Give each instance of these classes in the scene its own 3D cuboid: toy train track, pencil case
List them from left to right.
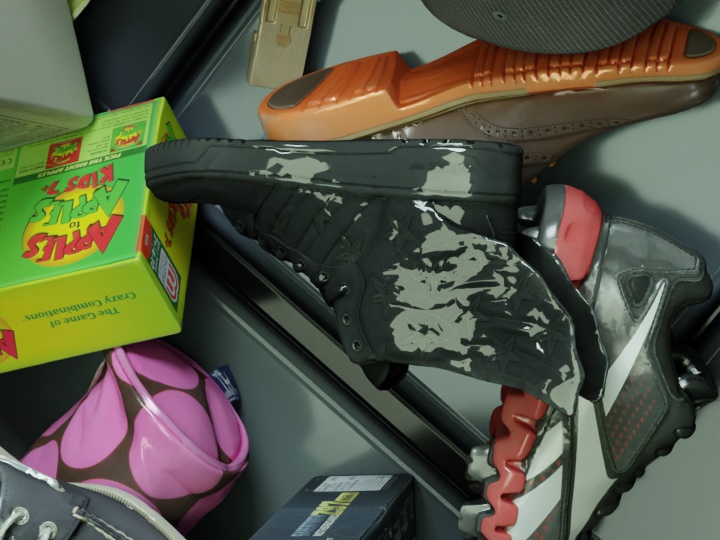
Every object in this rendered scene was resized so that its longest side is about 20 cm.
[{"bbox_3d":[-0.138,0.114,1.048,0.200,0.091,0.094,-45,67,16],"label":"pencil case"},{"bbox_3d":[-0.021,-0.178,1.018,0.114,0.033,0.202,8,105,-11],"label":"toy train track"}]

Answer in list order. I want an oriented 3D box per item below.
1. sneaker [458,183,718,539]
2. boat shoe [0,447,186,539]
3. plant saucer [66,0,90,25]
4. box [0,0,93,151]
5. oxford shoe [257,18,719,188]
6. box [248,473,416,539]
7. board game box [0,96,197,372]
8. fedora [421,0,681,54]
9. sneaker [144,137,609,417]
[{"bbox_3d":[0.095,0.068,0.988,0.097,0.071,0.202,12,107,0],"label":"sneaker"},{"bbox_3d":[-0.146,0.110,0.969,0.199,0.063,0.073,31,105,15],"label":"boat shoe"},{"bbox_3d":[-0.189,-0.184,1.065,0.198,0.031,0.202,2,96,15],"label":"plant saucer"},{"bbox_3d":[-0.192,-0.092,0.952,0.094,0.200,0.078,-14,85,14],"label":"box"},{"bbox_3d":[0.060,-0.059,0.999,0.198,0.071,0.073,-8,112,20],"label":"oxford shoe"},{"bbox_3d":[-0.011,0.176,0.960,0.051,0.200,0.159,-2,95,10],"label":"box"},{"bbox_3d":[-0.172,-0.004,1.037,0.198,0.102,0.048,-13,133,16],"label":"board game box"},{"bbox_3d":[0.063,-0.154,0.953,0.199,0.177,0.091,21,142,22],"label":"fedora"},{"bbox_3d":[0.001,0.000,0.947,0.198,0.060,0.105,1,93,25],"label":"sneaker"}]
